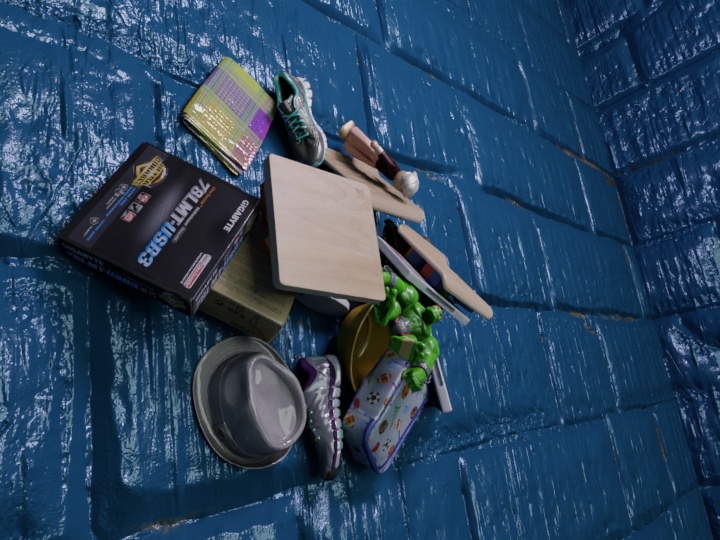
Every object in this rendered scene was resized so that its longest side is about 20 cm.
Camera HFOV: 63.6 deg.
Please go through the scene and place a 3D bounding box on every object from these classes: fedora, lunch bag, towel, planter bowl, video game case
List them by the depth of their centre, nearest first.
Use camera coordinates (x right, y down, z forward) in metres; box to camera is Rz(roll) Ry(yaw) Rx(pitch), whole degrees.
[{"bbox_3d":[-0.148,0.191,0.863,0.175,0.089,0.205,-19,89,-44],"label":"fedora"},{"bbox_3d":[0.053,0.246,1.029,0.201,0.074,0.162,-49,139,-29],"label":"lunch bag"},{"bbox_3d":[-0.230,-0.282,1.041,0.143,0.022,0.203,42,46,-28],"label":"towel"},{"bbox_3d":[0.015,0.127,1.064,0.198,0.082,0.206,-23,121,-46],"label":"planter bowl"},{"bbox_3d":[0.117,0.021,1.110,0.199,0.018,0.144,38,9,-38],"label":"video game case"},{"bbox_3d":[0.139,0.183,1.156,0.200,0.021,0.187,79,-3,-80],"label":"video game case"}]

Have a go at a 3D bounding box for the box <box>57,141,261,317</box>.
[{"bbox_3d":[-0.267,-0.063,0.799,0.195,0.050,0.202,25,54,3],"label":"box"}]

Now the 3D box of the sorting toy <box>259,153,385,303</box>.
[{"bbox_3d":[-0.067,-0.049,0.887,0.197,0.069,0.204,11,62,-41],"label":"sorting toy"}]

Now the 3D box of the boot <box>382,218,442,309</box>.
[{"bbox_3d":[0.103,0.001,1.232,0.173,0.068,0.205,8,67,-57],"label":"boot"}]

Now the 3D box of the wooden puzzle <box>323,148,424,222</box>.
[{"bbox_3d":[0.016,-0.166,1.196,0.183,0.047,0.201,10,31,-45],"label":"wooden puzzle"}]

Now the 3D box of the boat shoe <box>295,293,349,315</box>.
[{"bbox_3d":[-0.093,0.017,1.026,0.198,0.070,0.065,33,52,-33],"label":"boat shoe"}]

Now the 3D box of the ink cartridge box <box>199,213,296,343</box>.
[{"bbox_3d":[-0.188,-0.011,0.886,0.197,0.075,0.167,28,51,-13],"label":"ink cartridge box"}]

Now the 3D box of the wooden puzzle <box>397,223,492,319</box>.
[{"bbox_3d":[0.161,0.009,1.161,0.184,0.046,0.201,32,17,-42],"label":"wooden puzzle"}]

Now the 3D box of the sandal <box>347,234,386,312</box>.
[{"bbox_3d":[-0.001,0.000,1.152,0.076,0.047,0.202,57,41,-26],"label":"sandal"}]

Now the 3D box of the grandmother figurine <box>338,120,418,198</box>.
[{"bbox_3d":[0.043,-0.221,1.189,0.200,0.061,0.121,44,9,20],"label":"grandmother figurine"}]

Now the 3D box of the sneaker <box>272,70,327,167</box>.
[{"bbox_3d":[-0.125,-0.290,1.108,0.091,0.076,0.205,20,49,-66],"label":"sneaker"}]

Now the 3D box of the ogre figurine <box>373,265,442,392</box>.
[{"bbox_3d":[0.079,0.089,0.976,0.201,0.098,0.119,51,25,17],"label":"ogre figurine"}]

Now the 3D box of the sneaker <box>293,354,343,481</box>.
[{"bbox_3d":[-0.078,0.242,0.965,0.085,0.074,0.205,7,65,-19],"label":"sneaker"}]
